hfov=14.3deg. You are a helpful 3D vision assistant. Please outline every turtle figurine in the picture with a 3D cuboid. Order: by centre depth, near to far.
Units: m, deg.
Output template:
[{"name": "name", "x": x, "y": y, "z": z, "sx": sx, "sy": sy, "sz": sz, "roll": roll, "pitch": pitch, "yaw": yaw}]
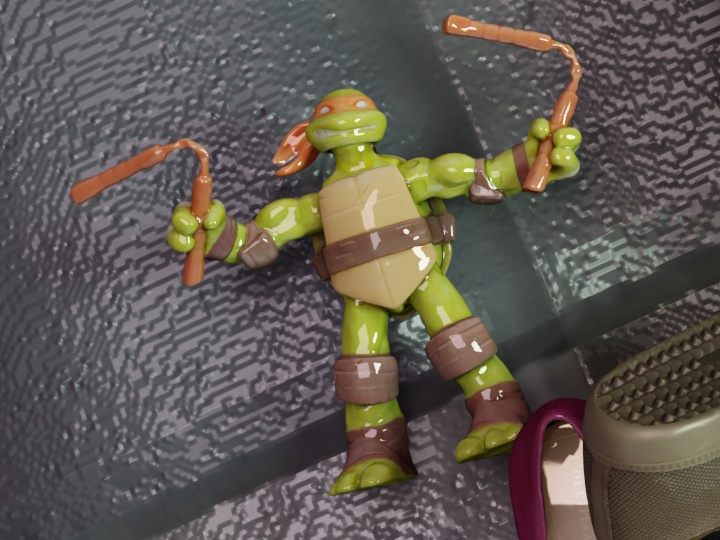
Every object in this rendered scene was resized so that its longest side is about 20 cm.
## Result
[{"name": "turtle figurine", "x": 0.000, "y": 0.000, "z": 1.090, "sx": 0.199, "sy": 0.064, "sz": 0.162, "roll": -15, "pitch": 84, "yaw": 1}]

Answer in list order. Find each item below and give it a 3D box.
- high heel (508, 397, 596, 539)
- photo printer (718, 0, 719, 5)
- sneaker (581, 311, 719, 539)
[{"name": "high heel", "x": 0.097, "y": 0.144, "z": 1.023, "sx": 0.067, "sy": 0.096, "sz": 0.201, "roll": -11, "pitch": 77, "yaw": 11}, {"name": "photo printer", "x": 0.228, "y": -0.124, "z": 1.031, "sx": 0.199, "sy": 0.070, "sz": 0.167, "roll": -33, "pitch": 47, "yaw": 4}, {"name": "sneaker", "x": 0.158, "y": 0.049, "z": 1.023, "sx": 0.199, "sy": 0.076, "sz": 0.070, "roll": -18, "pitch": 33, "yaw": -28}]
